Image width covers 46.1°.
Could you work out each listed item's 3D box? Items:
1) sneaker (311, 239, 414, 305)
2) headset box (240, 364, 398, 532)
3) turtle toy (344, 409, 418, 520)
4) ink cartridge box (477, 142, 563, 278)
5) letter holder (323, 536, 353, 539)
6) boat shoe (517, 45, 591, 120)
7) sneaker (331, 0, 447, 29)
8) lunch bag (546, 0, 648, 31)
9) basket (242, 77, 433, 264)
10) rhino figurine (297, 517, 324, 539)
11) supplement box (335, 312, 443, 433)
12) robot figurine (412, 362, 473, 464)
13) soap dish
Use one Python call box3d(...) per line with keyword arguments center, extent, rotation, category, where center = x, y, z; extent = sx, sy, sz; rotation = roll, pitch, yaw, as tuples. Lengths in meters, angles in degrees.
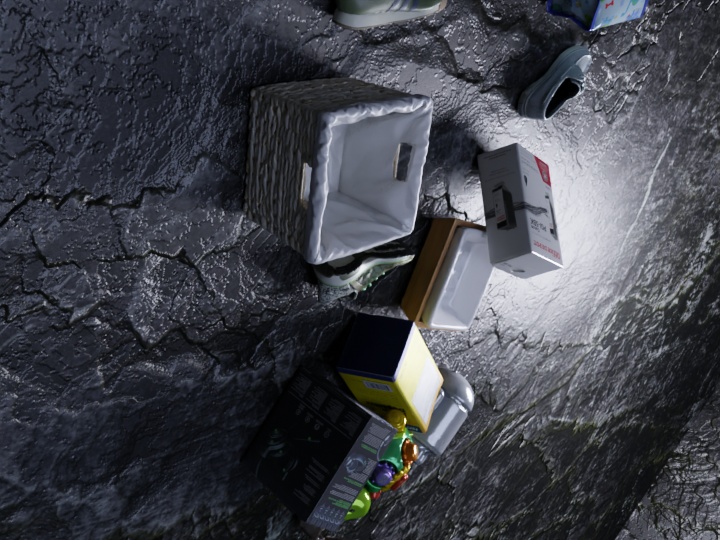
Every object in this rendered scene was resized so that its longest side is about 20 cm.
box3d(center=(0.000, 0.000, 1.333), extent=(0.198, 0.077, 0.089), rotation=(-17, 138, -36), category="sneaker")
box3d(center=(-0.070, 0.284, 1.331), extent=(0.201, 0.173, 0.093), rotation=(-58, 140, -5), category="headset box")
box3d(center=(0.020, 0.332, 1.413), extent=(0.199, 0.101, 0.146), rotation=(-32, 160, -30), category="turtle toy")
box3d(center=(0.283, -0.102, 1.490), extent=(0.146, 0.082, 0.203), rotation=(17, 64, -53), category="ink cartridge box")
box3d(center=(-0.018, 0.611, 1.555), extent=(0.201, 0.140, 0.102), rotation=(-74, 163, -51), category="letter holder")
box3d(center=(0.369, -0.334, 1.533), extent=(0.201, 0.071, 0.071), rotation=(-43, 139, -22), category="boat shoe")
box3d(center=(0.048, -0.386, 1.128), extent=(0.199, 0.067, 0.091), rotation=(-25, 135, -34), category="sneaker")
box3d(center=(0.418, -0.527, 1.424), extent=(0.169, 0.127, 0.202), rotation=(-26, 140, -37), category="lunch bag")
box3d(center=(-0.031, -0.144, 1.117), extent=(0.198, 0.160, 0.201), rotation=(-18, 126, -41), category="basket")
box3d(center=(-0.032, 0.408, 1.525), extent=(0.200, 0.060, 0.088), rotation=(-41, 141, -3), category="rhino figurine")
box3d(center=(0.053, 0.176, 1.439), extent=(0.110, 0.108, 0.201), rotation=(-66, 148, -29), category="supplement box")
box3d(center=(0.142, 0.271, 1.620), extent=(0.201, 0.112, 0.170), rotation=(-54, 162, -8), category="robot figurine")
box3d(center=(0.161, 0.006, 1.500), extent=(0.156, 0.081, 0.202), rotation=(8, 107, -51), category="soap dish")
